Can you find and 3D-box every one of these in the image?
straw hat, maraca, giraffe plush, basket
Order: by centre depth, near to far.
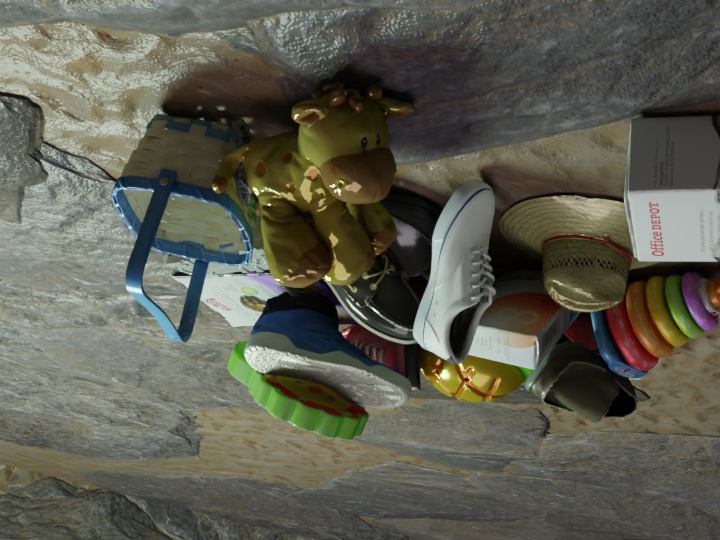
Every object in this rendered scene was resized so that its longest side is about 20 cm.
[{"bbox_3d":[-0.024,-0.101,1.085,0.200,0.173,0.162,49,137,-5],"label":"giraffe plush"},{"bbox_3d":[-0.180,-0.044,1.163,0.138,0.201,0.177,13,161,11],"label":"basket"},{"bbox_3d":[0.246,-0.001,1.255,0.199,0.086,0.201,8,157,3],"label":"straw hat"},{"bbox_3d":[0.154,0.111,1.413,0.199,0.108,0.137,11,161,30],"label":"maraca"}]

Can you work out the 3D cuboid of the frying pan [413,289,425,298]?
[{"bbox_3d":[0.111,0.050,1.487,0.189,0.031,0.115,10,171,-34],"label":"frying pan"}]

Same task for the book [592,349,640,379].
[{"bbox_3d":[0.269,0.122,1.526,0.198,0.048,0.134,3,-179,10],"label":"book"}]

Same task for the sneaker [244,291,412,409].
[{"bbox_3d":[-0.028,0.085,1.347,0.198,0.112,0.077,15,139,3],"label":"sneaker"}]

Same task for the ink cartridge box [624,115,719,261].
[{"bbox_3d":[0.349,-0.073,1.049,0.198,0.085,0.145,0,155,18],"label":"ink cartridge box"}]

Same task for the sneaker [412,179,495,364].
[{"bbox_3d":[0.115,0.005,1.213,0.073,0.201,0.071,-12,-147,-40],"label":"sneaker"}]

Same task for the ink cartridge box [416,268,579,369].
[{"bbox_3d":[0.143,0.040,1.336,0.199,0.162,0.050,14,120,26],"label":"ink cartridge box"}]

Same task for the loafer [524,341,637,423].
[{"bbox_3d":[0.266,0.134,1.333,0.199,0.070,0.075,10,119,-48],"label":"loafer"}]

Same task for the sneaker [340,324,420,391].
[{"bbox_3d":[0.022,0.108,1.428,0.086,0.074,0.200,-5,-169,-10],"label":"sneaker"}]

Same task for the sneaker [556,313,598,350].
[{"bbox_3d":[0.275,0.081,1.437,0.199,0.086,0.077,17,158,-16],"label":"sneaker"}]

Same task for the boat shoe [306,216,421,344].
[{"bbox_3d":[0.000,0.000,1.279,0.201,0.072,0.061,42,150,11],"label":"boat shoe"}]

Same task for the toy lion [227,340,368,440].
[{"bbox_3d":[-0.077,0.142,1.392,0.199,0.069,0.192,25,-169,16],"label":"toy lion"}]

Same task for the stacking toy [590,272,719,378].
[{"bbox_3d":[0.370,0.041,1.317,0.199,0.111,0.116,-25,149,32],"label":"stacking toy"}]

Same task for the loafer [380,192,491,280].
[{"bbox_3d":[0.067,-0.028,1.278,0.199,0.073,0.073,24,154,-30],"label":"loafer"}]

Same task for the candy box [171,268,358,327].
[{"bbox_3d":[-0.106,0.008,1.429,0.199,0.072,0.168,-2,155,23],"label":"candy box"}]

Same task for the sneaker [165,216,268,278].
[{"bbox_3d":[-0.141,-0.043,1.300,0.199,0.081,0.076,-3,158,33],"label":"sneaker"}]
